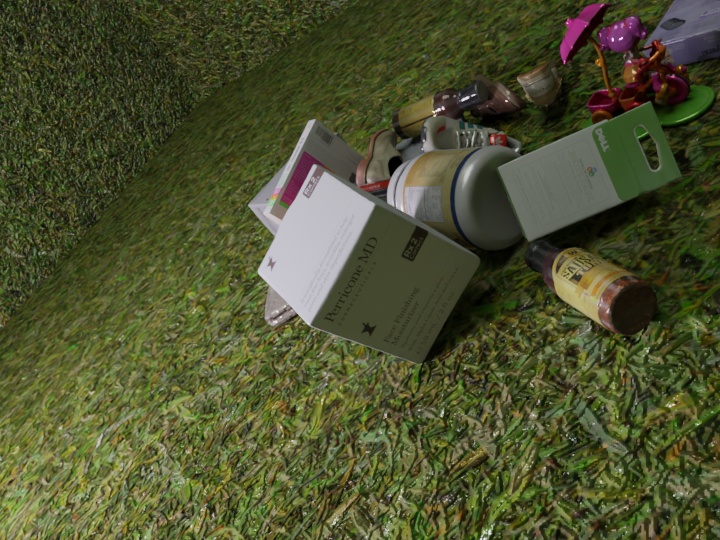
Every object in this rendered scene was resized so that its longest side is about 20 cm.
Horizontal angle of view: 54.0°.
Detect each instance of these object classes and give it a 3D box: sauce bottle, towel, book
[{"bbox_3d":[0.250,0.010,0.806,0.066,0.066,0.200,-40,24,-2],"label":"sauce bottle"},{"bbox_3d":[-0.085,0.018,1.269,0.199,0.035,0.133,-30,28,16],"label":"towel"},{"bbox_3d":[0.151,-0.306,1.342,0.199,0.065,0.065,-11,37,43],"label":"sauce bottle"},{"bbox_3d":[-0.080,-0.155,1.293,0.048,0.133,0.201,0,60,54],"label":"book"}]

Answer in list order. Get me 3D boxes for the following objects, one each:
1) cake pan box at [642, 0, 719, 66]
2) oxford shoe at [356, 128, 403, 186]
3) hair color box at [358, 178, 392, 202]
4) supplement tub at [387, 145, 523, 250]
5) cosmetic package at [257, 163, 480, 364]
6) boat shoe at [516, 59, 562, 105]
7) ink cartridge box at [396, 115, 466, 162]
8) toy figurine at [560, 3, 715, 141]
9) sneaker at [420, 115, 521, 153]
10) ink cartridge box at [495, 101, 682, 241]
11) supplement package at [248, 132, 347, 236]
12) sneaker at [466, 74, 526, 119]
[{"bbox_3d":[0.554,-0.391,1.061,0.199,0.052,0.185,0,48,53],"label":"cake pan box"},{"bbox_3d":[0.051,-0.207,1.340,0.073,0.071,0.201,0,40,19],"label":"oxford shoe"},{"bbox_3d":[-0.003,-0.105,1.197,0.101,0.062,0.200,-16,3,-31],"label":"hair color box"},{"bbox_3d":[0.143,-0.107,1.041,0.145,0.145,0.200,-48,27,-18],"label":"supplement tub"},{"bbox_3d":[0.009,-0.007,0.915,0.165,0.199,0.166,38,102,50],"label":"cosmetic package"},{"bbox_3d":[0.318,-0.323,1.240,0.073,0.070,0.200,-21,10,25],"label":"boat shoe"},{"bbox_3d":[0.124,-0.223,1.365,0.199,0.041,0.200,-32,26,17],"label":"ink cartridge box"},{"bbox_3d":[0.366,-0.289,0.992,0.199,0.184,0.150,1,47,52],"label":"toy figurine"},{"bbox_3d":[0.183,-0.211,1.138,0.093,0.199,0.071,0,87,44],"label":"sneaker"},{"bbox_3d":[0.284,-0.122,0.896,0.199,0.104,0.059,-23,0,12],"label":"ink cartridge box"},{"bbox_3d":[-0.087,-0.142,1.383,0.111,0.156,0.200,2,48,54],"label":"supplement package"},{"bbox_3d":[0.250,-0.316,1.342,0.076,0.070,0.200,-54,20,13],"label":"sneaker"}]
